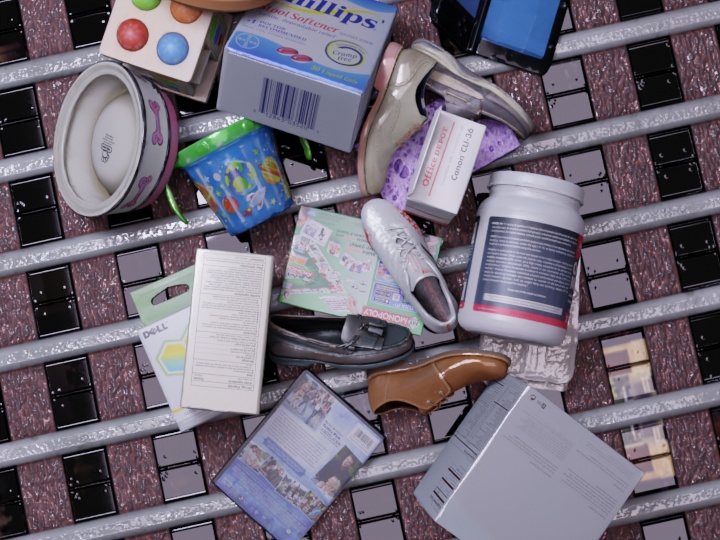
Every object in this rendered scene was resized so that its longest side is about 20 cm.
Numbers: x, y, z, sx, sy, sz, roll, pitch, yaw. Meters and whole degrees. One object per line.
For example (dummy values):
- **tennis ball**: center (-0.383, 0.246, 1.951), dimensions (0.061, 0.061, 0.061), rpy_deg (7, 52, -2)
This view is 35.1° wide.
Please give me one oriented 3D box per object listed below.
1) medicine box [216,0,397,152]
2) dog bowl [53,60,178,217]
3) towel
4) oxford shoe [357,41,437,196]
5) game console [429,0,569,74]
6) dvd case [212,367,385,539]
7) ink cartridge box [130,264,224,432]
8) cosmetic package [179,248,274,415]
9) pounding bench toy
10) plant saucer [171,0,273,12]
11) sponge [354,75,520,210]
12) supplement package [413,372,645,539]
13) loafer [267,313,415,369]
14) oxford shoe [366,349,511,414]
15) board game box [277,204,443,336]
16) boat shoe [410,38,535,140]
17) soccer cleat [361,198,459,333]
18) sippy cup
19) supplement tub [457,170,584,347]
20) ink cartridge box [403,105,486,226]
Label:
- **medicine box**: center (-0.066, -0.273, 1.462), dimensions (0.180, 0.103, 0.201), rpy_deg (18, 47, 1)
- **dog bowl**: center (-0.314, -0.165, 1.477), dimensions (0.199, 0.073, 0.203), rpy_deg (-5, 83, 42)
- **towel**: center (0.224, 0.059, 1.521), dimensions (0.131, 0.034, 0.202), rpy_deg (3, 87, 0)
- **oxford shoe**: center (0.045, -0.186, 1.468), dimensions (0.073, 0.071, 0.202), rpy_deg (17, 110, 11)
- **game console**: center (0.196, -0.388, 1.510), dimensions (0.115, 0.176, 0.202), rpy_deg (14, 86, 30)
- **dvd case**: center (-0.083, 0.252, 1.522), dimensions (0.142, 0.018, 0.200), rpy_deg (40, 89, 3)
- **ink cartridge box**: center (-0.227, 0.100, 1.511), dimensions (0.103, 0.059, 0.202), rpy_deg (-24, 87, -1)
- **cosmetic package**: center (-0.168, 0.079, 1.448), dimensions (0.104, 0.071, 0.202), rpy_deg (7, 84, -3)
- **pounding bench toy**: center (-0.240, -0.345, 1.489), dimensions (0.123, 0.156, 0.202), rpy_deg (18, 87, 2)
- **plant saucer**: center (-0.193, -0.377, 1.425), dimensions (0.198, 0.201, 0.033), rpy_deg (17, 129, 2)
- **sponge**: center (0.104, -0.167, 1.537), dimensions (0.199, 0.030, 0.112), rpy_deg (-29, 87, -1)
- **supplement package**: center (0.207, 0.268, 1.440), dimensions (0.191, 0.147, 0.201), rpy_deg (37, 88, -8)
- **loafer**: center (-0.030, 0.086, 1.486), dimensions (0.198, 0.072, 0.063), rpy_deg (-3, 125, 11)
- **oxford shoe**: center (0.102, 0.149, 1.473), dimensions (0.198, 0.071, 0.072), rpy_deg (-15, 57, 23)
- **board game box**: center (0.000, 0.000, 1.530), dimensions (0.198, 0.029, 0.136), rpy_deg (13, 88, 1)
- **boat shoe**: center (0.138, -0.224, 1.498), dimensions (0.199, 0.074, 0.074), rpy_deg (37, 97, 12)
- **soccer cleat**: center (0.067, -0.008, 1.473), dimensions (0.068, 0.085, 0.201), rpy_deg (-30, 87, -1)
- **sippy cup**: center (-0.156, -0.123, 1.495), dimensions (0.177, 0.140, 0.131), rpy_deg (-24, 98, 27)
- **supplement tub**: center (0.206, -0.012, 1.440), dimensions (0.139, 0.140, 0.202), rpy_deg (11, 86, 1)
- **ink cartridge box**: center (0.104, -0.127, 1.421), dimensions (0.067, 0.200, 0.118), rpy_deg (18, 88, 2)
